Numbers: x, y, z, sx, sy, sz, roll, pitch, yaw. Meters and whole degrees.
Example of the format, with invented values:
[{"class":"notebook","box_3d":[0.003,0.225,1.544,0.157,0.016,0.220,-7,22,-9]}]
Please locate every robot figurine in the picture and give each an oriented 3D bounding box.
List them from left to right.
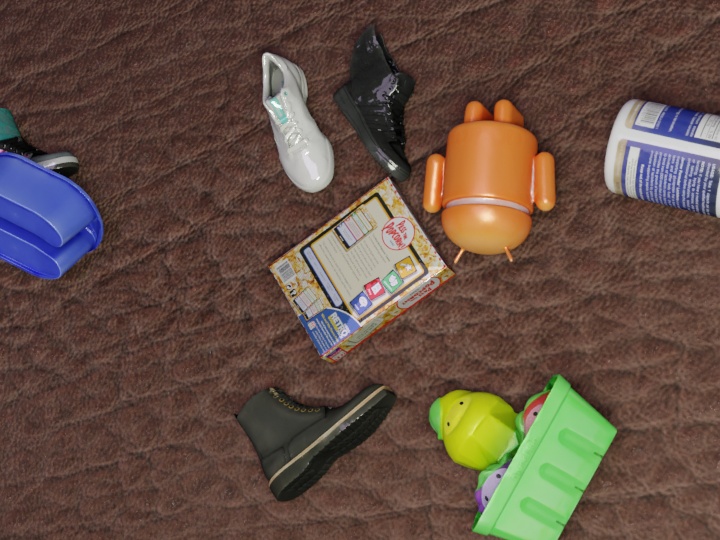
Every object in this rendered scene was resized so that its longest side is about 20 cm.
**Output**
[{"class":"robot figurine","box_3d":[0.157,-0.107,1.578,0.143,0.117,0.201,8,77,-13]}]

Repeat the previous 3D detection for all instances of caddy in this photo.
[{"class":"caddy","box_3d":[-0.457,-0.082,1.787,0.199,0.142,0.105,26,46,7]}]

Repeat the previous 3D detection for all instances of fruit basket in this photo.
[{"class":"fruit basket","box_3d":[0.170,0.203,1.488,0.214,0.156,0.217,0,85,5]}]

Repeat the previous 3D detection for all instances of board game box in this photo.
[{"class":"board game box","box_3d":[0.000,0.000,1.649,0.200,0.046,0.152,-36,67,10]}]

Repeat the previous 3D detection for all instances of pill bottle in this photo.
[{"class":"pill bottle","box_3d":[0.395,-0.126,1.488,0.199,0.116,0.116,16,83,24]}]

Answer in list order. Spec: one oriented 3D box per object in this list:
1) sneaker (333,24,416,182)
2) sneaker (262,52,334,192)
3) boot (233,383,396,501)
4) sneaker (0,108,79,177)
[{"class":"sneaker","box_3d":[0.034,-0.219,1.683,0.104,0.060,0.200,-40,63,13]},{"class":"sneaker","box_3d":[-0.097,-0.200,1.714,0.075,0.088,0.201,-24,70,13]},{"class":"boot","box_3d":[-0.065,0.176,1.618,0.200,0.077,0.139,-40,62,7]},{"class":"sneaker","box_3d":[-0.506,-0.181,1.876,0.199,0.084,0.121,-10,83,20]}]
